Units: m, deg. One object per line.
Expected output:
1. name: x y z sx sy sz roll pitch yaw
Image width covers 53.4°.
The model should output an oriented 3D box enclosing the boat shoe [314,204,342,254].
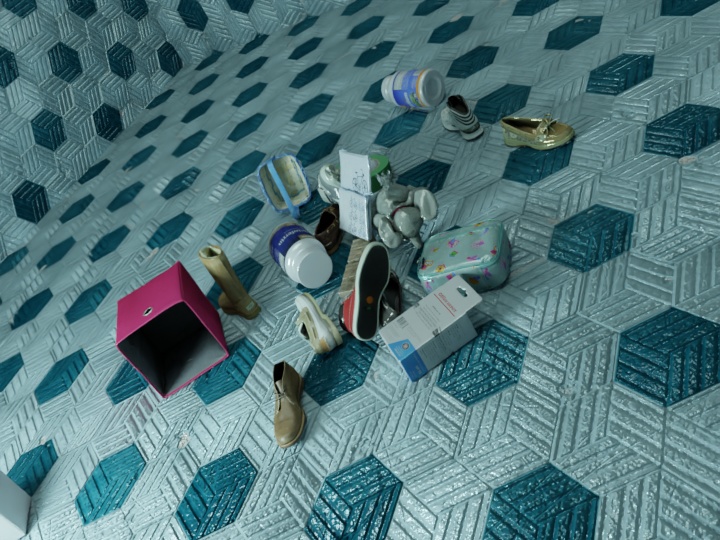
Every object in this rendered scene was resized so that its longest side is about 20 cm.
1. boat shoe: -0.076 -0.131 1.893 0.069 0.071 0.202 -20 33 24

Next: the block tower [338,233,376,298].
1. block tower: 0.000 0.000 1.674 0.053 0.058 0.202 -14 35 24

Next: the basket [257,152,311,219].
1. basket: -0.222 -0.256 2.078 0.136 0.179 0.201 -22 23 8

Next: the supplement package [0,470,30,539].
1. supplement package: -0.858 0.567 1.591 0.197 0.121 0.122 -32 31 -1

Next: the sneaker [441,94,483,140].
1. sneaker: 0.266 -0.444 1.970 0.075 0.117 0.201 -33 33 -3

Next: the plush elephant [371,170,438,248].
1. plush elephant: 0.104 -0.122 1.657 0.162 0.201 0.157 -29 55 6

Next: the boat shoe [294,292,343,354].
1. boat shoe: -0.111 0.116 1.597 0.068 0.076 0.200 -31 33 -11

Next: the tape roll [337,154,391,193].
1. tape roll: -0.009 -0.257 1.981 0.195 0.049 0.202 -16 25 8

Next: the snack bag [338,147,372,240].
1. snack bag: -0.015 -0.187 1.731 0.021 0.206 0.188 -6 15 -22

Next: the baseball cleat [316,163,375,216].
1. baseball cleat: -0.037 -0.187 1.872 0.069 0.201 0.106 -36 -4 -33

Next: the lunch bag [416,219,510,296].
1. lunch bag: 0.215 -0.028 1.508 0.196 0.078 0.162 -12 38 28

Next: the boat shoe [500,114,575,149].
1. boat shoe: 0.428 -0.343 1.753 0.197 0.063 0.074 8 49 44

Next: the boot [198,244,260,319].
1. boot: -0.345 0.021 1.797 0.173 0.202 0.066 10 50 46

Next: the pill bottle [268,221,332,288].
1. pill bottle: -0.150 -0.038 1.790 0.115 0.117 0.200 -37 34 -9

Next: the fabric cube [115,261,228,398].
1. fabric cube: -0.459 0.140 1.740 0.194 0.202 0.200 -32 32 1

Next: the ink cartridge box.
1. ink cartridge box: 0.146 0.111 1.395 0.198 0.067 0.116 -35 33 -3

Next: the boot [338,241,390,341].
1. boot: 0.000 0.036 1.520 0.144 0.071 0.206 -163 84 -69

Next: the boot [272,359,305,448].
1. boot: -0.155 0.266 1.440 0.072 0.076 0.202 -22 35 11

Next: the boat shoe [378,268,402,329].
1. boat shoe: 0.065 0.044 1.538 0.203 0.065 0.058 -94 24 -47

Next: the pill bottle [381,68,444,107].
1. pill bottle: 0.158 -0.565 2.222 0.198 0.113 0.112 14 54 49
